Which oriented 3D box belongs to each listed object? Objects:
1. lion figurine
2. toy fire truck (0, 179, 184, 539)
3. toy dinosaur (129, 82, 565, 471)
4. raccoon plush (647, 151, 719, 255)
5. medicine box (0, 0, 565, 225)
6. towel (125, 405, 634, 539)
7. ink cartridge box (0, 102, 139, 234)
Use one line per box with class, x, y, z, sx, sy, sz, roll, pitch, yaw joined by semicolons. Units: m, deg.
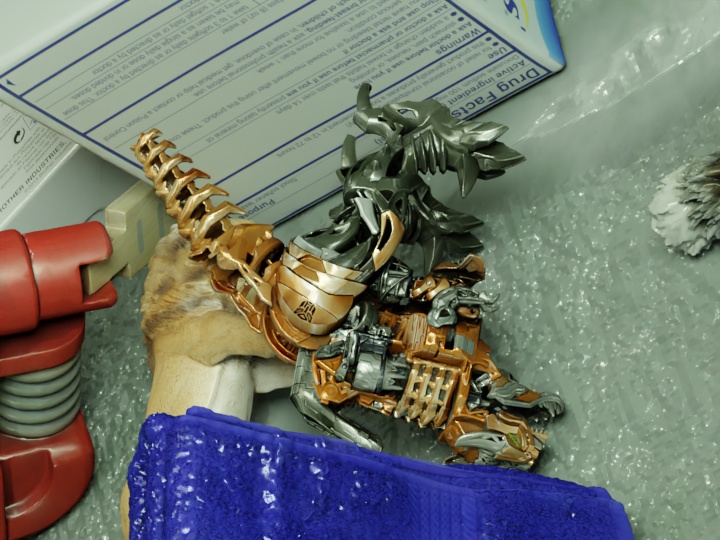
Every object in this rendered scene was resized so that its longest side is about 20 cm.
lion figurine;-0.070;0.072;1.274;0.122;0.072;0.201;8;74;47
toy fire truck;-0.149;0.029;1.334;0.199;0.176;0.129;-11;46;-15
toy dinosaur;0.000;0.000;1.195;0.136;0.200;0.102;-55;16;-27
raccoon plush;0.171;-0.060;1.093;0.200;0.134;0.097;-29;51;25
medicine box;-0.044;-0.124;1.270;0.182;0.200;0.103;-27;56;26
towel;0.013;0.124;1.081;0.050;0.199;0.148;121;152;-45
ink cartridge box;-0.186;-0.064;1.449;0.136;0.076;0.200;-46;46;10
